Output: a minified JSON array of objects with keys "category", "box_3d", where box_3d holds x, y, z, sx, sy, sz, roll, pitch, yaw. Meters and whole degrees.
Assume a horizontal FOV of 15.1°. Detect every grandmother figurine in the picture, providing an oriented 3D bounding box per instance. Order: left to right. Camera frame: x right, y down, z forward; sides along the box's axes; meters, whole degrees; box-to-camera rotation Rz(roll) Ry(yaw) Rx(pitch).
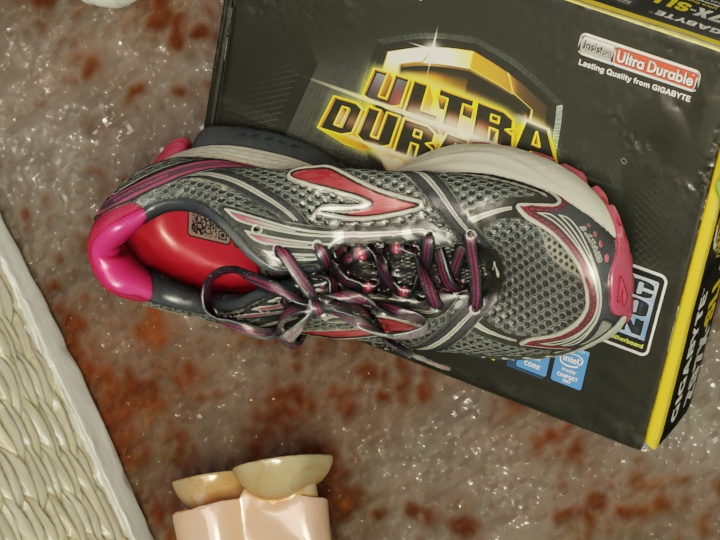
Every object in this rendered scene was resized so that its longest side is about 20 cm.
[{"category":"grandmother figurine","box_3d":[-0.031,0.175,1.032,0.121,0.061,0.200,-22,74,57]}]

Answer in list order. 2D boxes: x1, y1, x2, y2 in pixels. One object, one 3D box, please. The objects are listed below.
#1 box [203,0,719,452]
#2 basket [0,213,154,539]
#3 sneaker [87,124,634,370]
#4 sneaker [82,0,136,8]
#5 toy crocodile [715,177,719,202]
[{"category":"box","box_3d":[0.040,-0.042,0.990,0.200,0.049,0.160,21,120,19]},{"category":"basket","box_3d":[-0.214,0.096,1.055,0.198,0.161,0.200,-29,82,18]},{"category":"sneaker","box_3d":[0.000,0.000,0.955,0.200,0.075,0.081,5,112,25]},{"category":"sneaker","box_3d":[-0.030,-0.159,1.031,0.200,0.076,0.081,-40,87,18]},{"category":"toy crocodile","box_3d":[0.205,-0.061,0.883,0.200,0.062,0.068,-35,54,19]}]
